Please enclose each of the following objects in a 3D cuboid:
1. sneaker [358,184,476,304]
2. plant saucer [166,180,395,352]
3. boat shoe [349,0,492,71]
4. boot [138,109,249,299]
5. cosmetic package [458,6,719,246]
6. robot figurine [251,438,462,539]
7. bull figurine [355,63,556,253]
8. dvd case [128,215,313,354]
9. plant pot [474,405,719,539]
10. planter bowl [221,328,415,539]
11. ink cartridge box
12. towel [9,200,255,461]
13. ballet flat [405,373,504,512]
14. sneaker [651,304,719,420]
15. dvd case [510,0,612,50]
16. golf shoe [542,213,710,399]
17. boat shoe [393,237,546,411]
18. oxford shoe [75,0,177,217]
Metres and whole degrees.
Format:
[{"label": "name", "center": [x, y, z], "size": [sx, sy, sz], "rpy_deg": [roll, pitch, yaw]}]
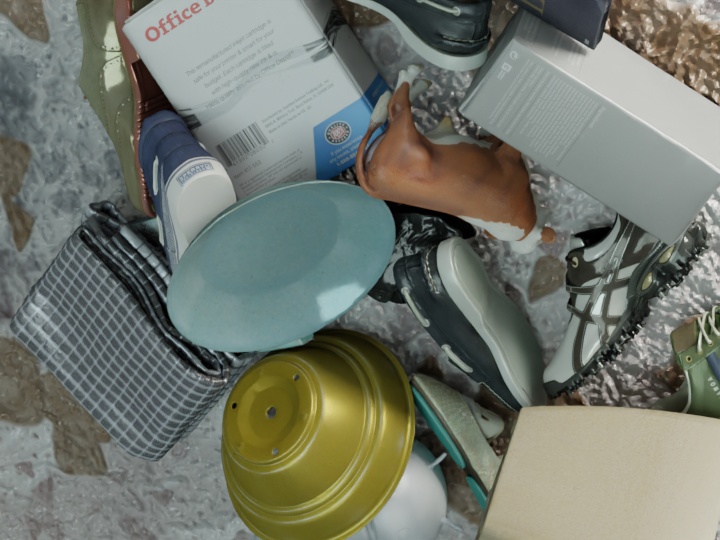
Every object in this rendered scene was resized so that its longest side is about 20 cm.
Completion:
[{"label": "sneaker", "center": [0.001, -0.001, 1.771], "size": [0.104, 0.060, 0.200], "rpy_deg": [45, 118, 2]}, {"label": "plant saucer", "center": [-0.069, -0.013, 1.679], "size": [0.201, 0.200, 0.039], "rpy_deg": [-52, 47, 31]}, {"label": "boat shoe", "center": [0.032, -0.232, 1.614], "size": [0.199, 0.075, 0.061], "rpy_deg": [36, 134, 29]}, {"label": "boot", "center": [-0.137, -0.040, 1.716], "size": [0.091, 0.072, 0.201], "rpy_deg": [55, 158, 37]}, {"label": "cosmetic package", "center": [0.188, -0.120, 1.604], "size": [0.199, 0.107, 0.090], "rpy_deg": [35, 122, -4]}, {"label": "robot figurine", "center": [-0.007, 0.206, 1.841], "size": [0.198, 0.113, 0.171], "rpy_deg": [-8, 113, 24]}, {"label": "bull figurine", "center": [0.087, -0.087, 1.660], "size": [0.065, 0.199, 0.123], "rpy_deg": [-3, 76, 57]}, {"label": "dvd case", "center": [-0.140, 0.012, 1.816], "size": [0.199, 0.022, 0.147], "rpy_deg": [-11, 110, 48]}, {"label": "plant pot", "center": [0.184, 0.225, 1.686], "size": [0.176, 0.201, 0.201], "rpy_deg": [19, 140, 4]}, {"label": "planter bowl", "center": [-0.058, 0.133, 1.776], "size": [0.199, 0.202, 0.083], "rpy_deg": [-15, 152, 27]}, {"label": "ink cartridge box", "center": [-0.078, -0.164, 1.700], "size": [0.146, 0.086, 0.201], "rpy_deg": [-30, 100, 20]}, {"label": "towel", "center": [-0.208, 0.057, 1.827], "size": [0.200, 0.085, 0.166], "rpy_deg": [46, 139, 5]}, {"label": "ballet flat", "center": [0.111, 0.161, 1.814], "size": [0.062, 0.067, 0.201], "rpy_deg": [-34, 104, -8]}, {"label": "sneaker", "center": [0.297, 0.062, 1.681], "size": [0.089, 0.067, 0.202], "rpy_deg": [18, 122, 6]}, {"label": "dvd case", "center": [0.100, -0.250, 1.516], "size": [0.199, 0.016, 0.149], "rpy_deg": [33, 161, 11]}, {"label": "golf shoe", "center": [0.199, 0.016, 1.703], "size": [0.094, 0.078, 0.201], "rpy_deg": [41, 115, 11]}, {"label": "boat shoe", "center": [0.095, 0.050, 1.723], "size": [0.060, 0.076, 0.201], "rpy_deg": [-14, 127, 26]}, {"label": "oxford shoe", "center": [-0.201, -0.145, 1.777], "size": [0.073, 0.071, 0.202], "rpy_deg": [-1, 100, 27]}]
